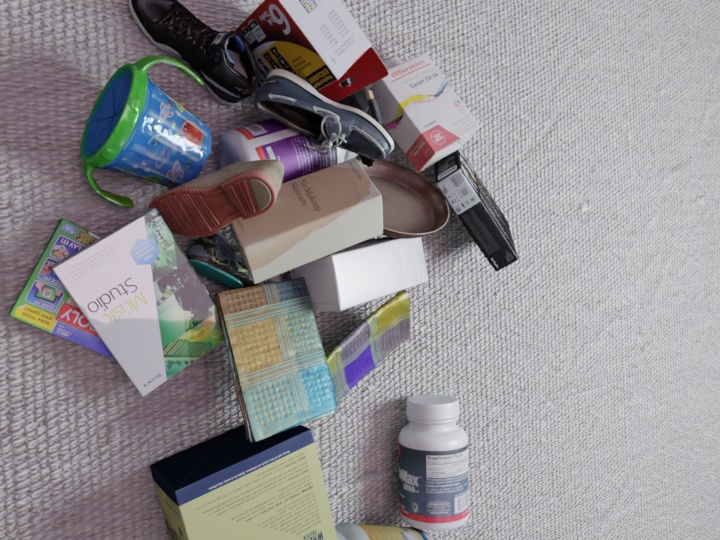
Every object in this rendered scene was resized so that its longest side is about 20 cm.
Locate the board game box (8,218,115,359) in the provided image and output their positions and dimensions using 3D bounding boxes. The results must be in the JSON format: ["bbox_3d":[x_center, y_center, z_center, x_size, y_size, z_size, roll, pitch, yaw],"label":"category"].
[{"bbox_3d":[-0.330,0.039,0.810,0.199,0.029,0.136,30,73,-29],"label":"board game box"}]

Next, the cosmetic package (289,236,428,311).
[{"bbox_3d":[0.000,0.000,0.955,0.199,0.107,0.086,-17,99,-41],"label":"cosmetic package"}]

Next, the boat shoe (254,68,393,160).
[{"bbox_3d":[-0.049,-0.199,0.835,0.199,0.075,0.062,30,61,-13],"label":"boat shoe"}]

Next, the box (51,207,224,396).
[{"bbox_3d":[-0.276,0.041,0.795,0.144,0.036,0.201,-35,112,-19],"label":"box"}]

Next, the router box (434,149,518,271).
[{"bbox_3d":[0.204,-0.116,1.090,0.200,0.051,0.150,52,22,-21],"label":"router box"}]

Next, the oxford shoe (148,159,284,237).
[{"bbox_3d":[-0.184,-0.096,0.795,0.074,0.198,0.071,-68,144,-50],"label":"oxford shoe"}]

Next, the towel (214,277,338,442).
[{"bbox_3d":[-0.113,0.116,0.844,0.146,0.022,0.202,-9,79,-38],"label":"towel"}]

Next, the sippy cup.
[{"bbox_3d":[-0.271,-0.174,0.799,0.130,0.177,0.141,27,47,-40],"label":"sippy cup"}]

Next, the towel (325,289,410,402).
[{"bbox_3d":[0.009,0.126,0.977,0.199,0.023,0.144,-37,149,-24],"label":"towel"}]

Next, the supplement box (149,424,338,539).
[{"bbox_3d":[-0.157,0.339,0.852,0.199,0.134,0.202,-17,98,-31],"label":"supplement box"}]

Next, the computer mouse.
[{"bbox_3d":[-0.010,-0.268,0.958,0.046,0.140,0.202,-12,90,-9],"label":"computer mouse"}]

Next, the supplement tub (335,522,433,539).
[{"bbox_3d":[0.017,0.473,0.955,0.199,0.144,0.146,18,80,-31],"label":"supplement tub"}]

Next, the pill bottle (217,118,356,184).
[{"bbox_3d":[-0.103,-0.173,0.909,0.199,0.112,0.113,-25,102,-30],"label":"pill bottle"}]

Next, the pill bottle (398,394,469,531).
[{"bbox_3d":[0.123,0.319,1.040,0.119,0.119,0.202,0,89,-32],"label":"pill bottle"}]

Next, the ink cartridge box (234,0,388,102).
[{"bbox_3d":[-0.082,-0.301,0.871,0.176,0.199,0.084,49,66,-21],"label":"ink cartridge box"}]

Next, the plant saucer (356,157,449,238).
[{"bbox_3d":[0.046,-0.113,0.988,0.198,0.032,0.201,13,40,-11],"label":"plant saucer"}]

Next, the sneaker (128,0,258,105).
[{"bbox_3d":[-0.216,-0.322,0.839,0.200,0.112,0.073,42,68,-25],"label":"sneaker"}]

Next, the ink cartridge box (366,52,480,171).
[{"bbox_3d":[0.091,-0.281,1.024,0.116,0.068,0.201,-33,84,-29],"label":"ink cartridge box"}]

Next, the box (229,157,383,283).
[{"bbox_3d":[-0.075,-0.071,0.847,0.198,0.095,0.078,-23,144,-14],"label":"box"}]

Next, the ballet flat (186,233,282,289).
[{"bbox_3d":[-0.159,0.009,0.900,0.200,0.074,0.075,38,70,-29],"label":"ballet flat"}]
